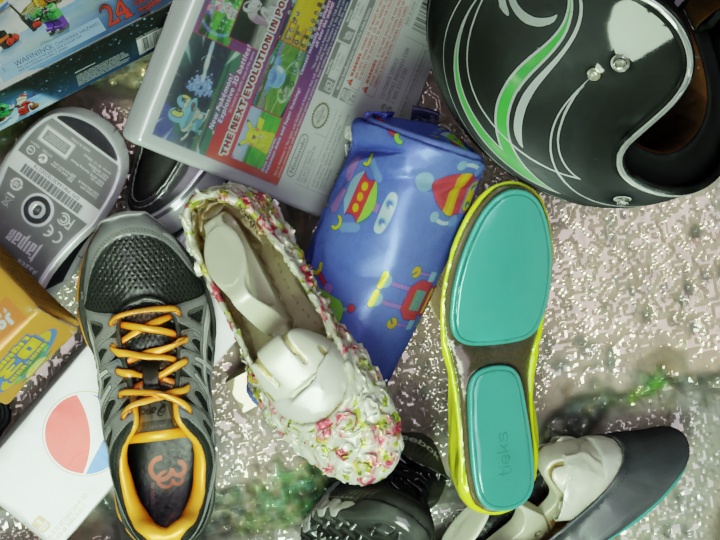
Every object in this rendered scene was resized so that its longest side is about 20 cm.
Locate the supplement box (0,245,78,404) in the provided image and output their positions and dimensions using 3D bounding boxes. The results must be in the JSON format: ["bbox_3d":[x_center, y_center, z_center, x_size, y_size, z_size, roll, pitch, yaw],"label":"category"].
[{"bbox_3d":[-0.255,-0.016,1.145,0.200,0.069,0.067,43,89,15],"label":"supplement box"}]

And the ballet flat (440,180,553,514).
[{"bbox_3d":[0.073,0.044,1.181,0.067,0.067,0.200,-2,101,-15],"label":"ballet flat"}]

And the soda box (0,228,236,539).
[{"bbox_3d":[-0.142,0.068,1.200,0.068,0.064,0.200,40,90,-7],"label":"soda box"}]

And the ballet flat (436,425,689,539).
[{"bbox_3d":[0.111,0.148,1.225,0.200,0.073,0.073,-36,97,0],"label":"ballet flat"}]

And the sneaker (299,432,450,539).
[{"bbox_3d":[0.015,0.129,1.162,0.066,0.200,0.091,34,77,-2],"label":"sneaker"}]

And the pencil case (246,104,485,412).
[{"bbox_3d":[0.000,0.000,1.168,0.087,0.078,0.200,28,101,21],"label":"pencil case"}]

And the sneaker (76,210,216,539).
[{"bbox_3d":[-0.115,0.065,1.133,0.078,0.077,0.200,-10,95,-4],"label":"sneaker"}]

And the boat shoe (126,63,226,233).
[{"bbox_3d":[-0.092,-0.120,1.176,0.066,0.070,0.200,32,88,-44],"label":"boat shoe"}]

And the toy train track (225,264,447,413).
[{"bbox_3d":[0.008,0.024,1.230,0.200,0.033,0.115,-31,100,4],"label":"toy train track"}]

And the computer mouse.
[{"bbox_3d":[-0.205,-0.006,1.197,0.110,0.044,0.200,37,93,6],"label":"computer mouse"}]

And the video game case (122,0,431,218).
[{"bbox_3d":[-0.029,-0.140,1.167,0.182,0.023,0.200,21,91,-41],"label":"video game case"}]

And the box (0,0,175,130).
[{"bbox_3d":[-0.222,-0.145,1.139,0.200,0.038,0.137,-29,66,-13],"label":"box"}]

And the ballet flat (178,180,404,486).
[{"bbox_3d":[-0.047,0.033,1.108,0.076,0.064,0.200,-39,65,12],"label":"ballet flat"}]

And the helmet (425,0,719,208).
[{"bbox_3d":[0.135,-0.134,1.150,0.200,0.200,0.191,7,138,-8],"label":"helmet"}]
